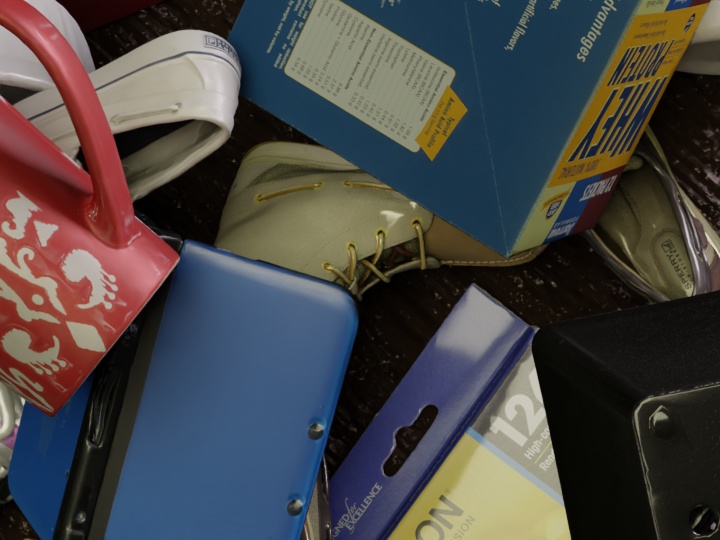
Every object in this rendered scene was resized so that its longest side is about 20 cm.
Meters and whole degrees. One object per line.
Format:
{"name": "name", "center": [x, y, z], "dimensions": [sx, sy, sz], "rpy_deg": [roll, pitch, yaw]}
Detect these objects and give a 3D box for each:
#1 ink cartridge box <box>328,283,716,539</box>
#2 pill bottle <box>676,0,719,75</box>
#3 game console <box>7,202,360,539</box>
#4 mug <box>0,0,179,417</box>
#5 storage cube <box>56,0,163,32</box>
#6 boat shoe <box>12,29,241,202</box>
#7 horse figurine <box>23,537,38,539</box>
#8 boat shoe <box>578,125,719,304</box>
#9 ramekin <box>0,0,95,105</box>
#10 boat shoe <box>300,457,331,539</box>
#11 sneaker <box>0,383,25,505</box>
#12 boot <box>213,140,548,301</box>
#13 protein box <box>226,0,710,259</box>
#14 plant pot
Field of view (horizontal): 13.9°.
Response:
{"name": "ink cartridge box", "center": [0.083, 0.140, 1.700], "dimensions": [0.200, 0.047, 0.198], "rpy_deg": [36, 92, 13]}
{"name": "pill bottle", "center": [0.217, -0.219, 1.684], "dimensions": [0.114, 0.114, 0.200], "rpy_deg": [-3, 81, 13]}
{"name": "game console", "center": [-0.103, 0.070, 1.648], "dimensions": [0.118, 0.171, 0.200], "rpy_deg": [10, 105, -25]}
{"name": "mug", "center": [-0.196, -0.034, 1.505], "dimensions": [0.200, 0.178, 0.133], "rpy_deg": [40, 59, -4]}
{"name": "storage cube", "center": [-0.234, -0.233, 1.762], "dimensions": [0.179, 0.171, 0.200], "rpy_deg": [-19, 78, 9]}
{"name": "boat shoe", "center": [-0.149, -0.061, 1.596], "dimensions": [0.200, 0.074, 0.065], "rpy_deg": [-31, 44, 32]}
{"name": "horse figurine", "center": [-0.147, 0.229, 1.686], "dimensions": [0.050, 0.200, 0.133], "rpy_deg": [0, 76, 45]}
{"name": "boat shoe", "center": [0.146, -0.054, 1.702], "dimensions": [0.073, 0.065, 0.200], "rpy_deg": [-42, 74, 6]}
{"name": "ramekin", "center": [-0.238, -0.081, 1.689], "dimensions": [0.200, 0.201, 0.098], "rpy_deg": [-20, 54, 10]}
{"name": "boat shoe", "center": [-0.057, 0.120, 1.717], "dimensions": [0.073, 0.065, 0.200], "rpy_deg": [-10, 60, 10]}
{"name": "sneaker", "center": [-0.170, 0.091, 1.748], "dimensions": [0.140, 0.078, 0.200], "rpy_deg": [19, 87, 16]}
{"name": "boot", "center": [0.000, 0.000, 1.685], "dimensions": [0.200, 0.072, 0.155], "rpy_deg": [8, 42, 19]}
{"name": "protein box", "center": [0.065, -0.146, 1.602], "dimensions": [0.200, 0.135, 0.199], "rpy_deg": [32, 109, 16]}
{"name": "plant pot", "center": [0.212, 0.112, 1.567], "dimensions": [0.199, 0.177, 0.200], "rpy_deg": [-12, 91, -1]}
